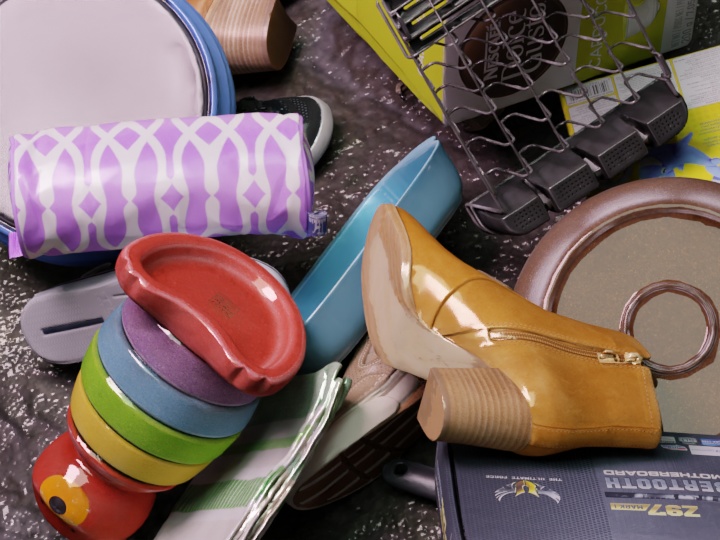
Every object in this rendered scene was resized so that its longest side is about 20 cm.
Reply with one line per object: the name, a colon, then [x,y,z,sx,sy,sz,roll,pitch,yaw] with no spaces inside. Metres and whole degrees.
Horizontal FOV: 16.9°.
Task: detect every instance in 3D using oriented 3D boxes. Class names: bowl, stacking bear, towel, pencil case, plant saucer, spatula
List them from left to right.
bowl: [-0.182,-0.104,1.583,0.200,0.039,0.201,-1,81,8]
stacking bear: [-0.129,0.086,1.456,0.121,0.200,0.114,40,26,6]
pencil case: [-0.122,-0.052,1.510,0.199,0.086,0.084,-2,54,-3]
towel: [-0.088,0.145,1.433,0.200,0.023,0.152,-59,18,-22]
spatula: [0.103,0.143,1.442,0.200,0.021,0.057,12,55,24]
plant saucer: [0.185,0.037,1.446,0.200,0.032,0.201,-2,76,9]

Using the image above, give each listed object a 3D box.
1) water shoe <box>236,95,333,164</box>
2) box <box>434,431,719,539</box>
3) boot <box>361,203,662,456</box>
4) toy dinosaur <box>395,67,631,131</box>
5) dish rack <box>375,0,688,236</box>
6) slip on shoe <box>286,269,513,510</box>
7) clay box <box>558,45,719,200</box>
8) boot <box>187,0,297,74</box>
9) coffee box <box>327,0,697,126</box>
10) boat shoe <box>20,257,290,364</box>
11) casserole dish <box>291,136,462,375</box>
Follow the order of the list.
water shoe: [-0.117,-0.083,1.627,0.199,0.079,0.072,-17,53,2]
box: [0.144,0.140,1.338,0.199,0.051,0.158,4,23,-3]
boot: [0.087,0.037,1.409,0.144,0.071,0.201,3,38,-21]
toy dinosaur: [0.087,-0.149,1.635,0.200,0.058,0.101,21,61,27]
dish rack: [0.102,-0.131,1.473,0.153,0.200,0.055,-34,22,-7]
slip on shoe: [0.017,0.068,1.482,0.200,0.076,0.061,-40,67,-19]
clay box: [0.202,-0.042,1.533,0.115,0.048,0.200,-15,55,6]
boot: [-0.109,-0.225,1.735,0.154,0.074,0.200,4,54,23]
coffee box: [0.090,-0.248,1.570,0.197,0.200,0.200,-19,45,-21]
boat shoe: [-0.124,0.013,1.541,0.200,0.072,0.071,-4,26,30]
casserole dish: [0.000,0.000,1.527,0.039,0.121,0.200,40,67,-10]
